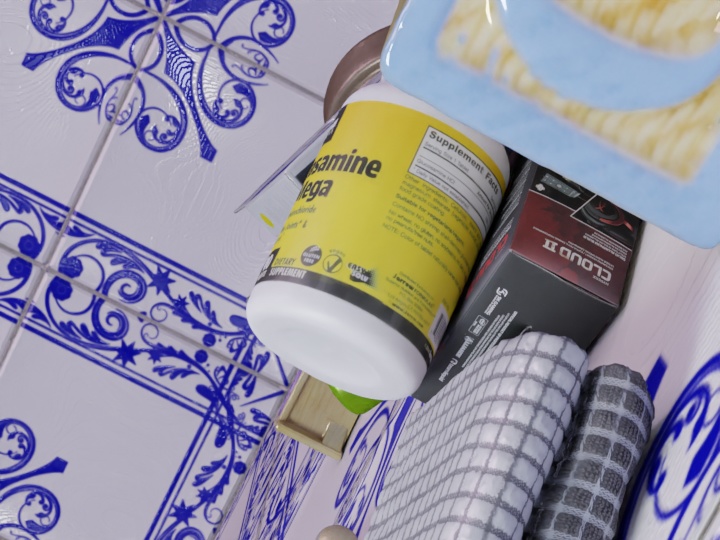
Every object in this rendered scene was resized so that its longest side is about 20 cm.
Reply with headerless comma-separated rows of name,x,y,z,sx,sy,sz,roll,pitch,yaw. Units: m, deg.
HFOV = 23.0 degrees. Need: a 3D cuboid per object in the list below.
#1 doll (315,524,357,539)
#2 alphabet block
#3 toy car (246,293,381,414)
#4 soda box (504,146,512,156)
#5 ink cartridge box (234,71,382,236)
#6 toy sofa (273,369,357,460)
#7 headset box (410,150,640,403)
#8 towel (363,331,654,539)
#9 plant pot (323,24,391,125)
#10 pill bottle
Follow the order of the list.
doll,-0.055,0.287,1.526,0.200,0.048,0.137,-53,1,38
alphabet block,0.136,-0.162,0.884,0.198,0.194,0.200,-60,4,21
toy car,0.000,0.000,1.225,0.164,0.159,0.200,-36,-18,17
soda box,0.115,-0.123,1.210,0.199,0.068,0.064,-36,-15,-33
ink cartridge box,0.006,-0.106,1.290,0.198,0.047,0.200,-44,4,-14
toy sofa,-0.019,0.101,1.968,0.202,0.082,0.098,-64,5,5
headset box,0.107,-0.004,1.073,0.149,0.074,0.201,-59,6,46
towel,0.057,0.136,0.833,0.167,0.085,0.200,-67,7,-24
plant pot,0.067,-0.098,1.604,0.176,0.198,0.201,-95,26,-46
pill bottle,0.020,-0.036,1.044,0.202,0.112,0.112,-65,4,-20
